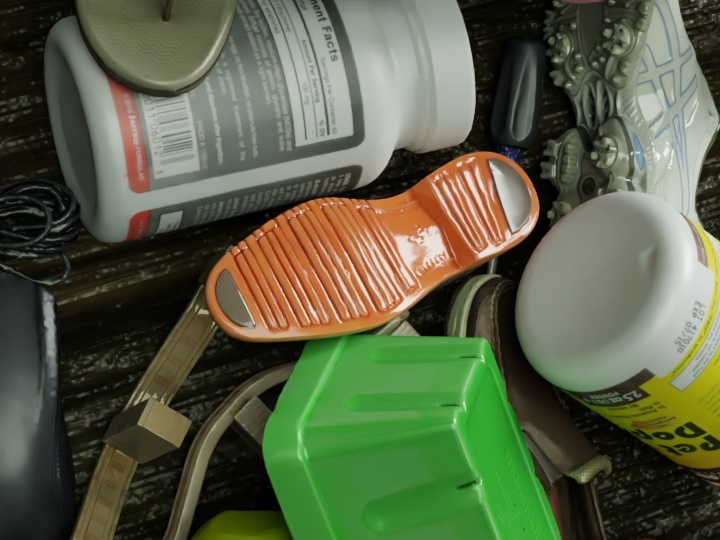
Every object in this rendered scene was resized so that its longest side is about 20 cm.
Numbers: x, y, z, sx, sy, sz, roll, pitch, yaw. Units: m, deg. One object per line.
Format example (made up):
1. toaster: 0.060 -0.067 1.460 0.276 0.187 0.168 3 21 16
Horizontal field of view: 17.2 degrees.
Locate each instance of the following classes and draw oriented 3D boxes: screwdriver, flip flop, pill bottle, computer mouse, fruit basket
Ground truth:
1. screwdriver: 0.076 -0.028 1.289 0.028 0.029 0.200 9 86 -16
2. flip flop: -0.081 -0.181 1.131 0.081 0.058 0.200 20 81 -3
3. pill bottle: -0.051 -0.089 1.206 0.200 0.116 0.116 -13 92 -17
4. pill bottle: 0.179 0.046 1.252 0.200 0.109 0.109 32 79 -40
5. computer mouse: -0.197 0.061 1.177 0.138 0.053 0.200 -8 94 1
6. fruit basket: -0.012 0.146 1.179 0.215 0.156 0.216 5 115 11

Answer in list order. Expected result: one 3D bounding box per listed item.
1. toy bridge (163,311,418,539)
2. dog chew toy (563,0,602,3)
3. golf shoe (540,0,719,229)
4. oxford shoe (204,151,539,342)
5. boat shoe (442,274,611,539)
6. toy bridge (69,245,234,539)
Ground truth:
1. toy bridge: -0.044 0.090 1.241 0.067 0.027 0.200 46 76 -11
2. dog chew toy: 0.148 -0.197 1.188 0.200 0.124 0.125 -33 99 -35
3. golf shoe: 0.155 -0.104 1.304 0.097 0.078 0.200 6 89 -38
4. oxford shoe: 0.000 0.000 1.220 0.200 0.073 0.071 -18 78 -33
5. boat shoe: 0.100 0.099 1.259 0.075 0.075 0.203 -24 105 -53
6. toy bridge: -0.109 0.083 1.206 0.027 0.067 0.200 31 68 -15
